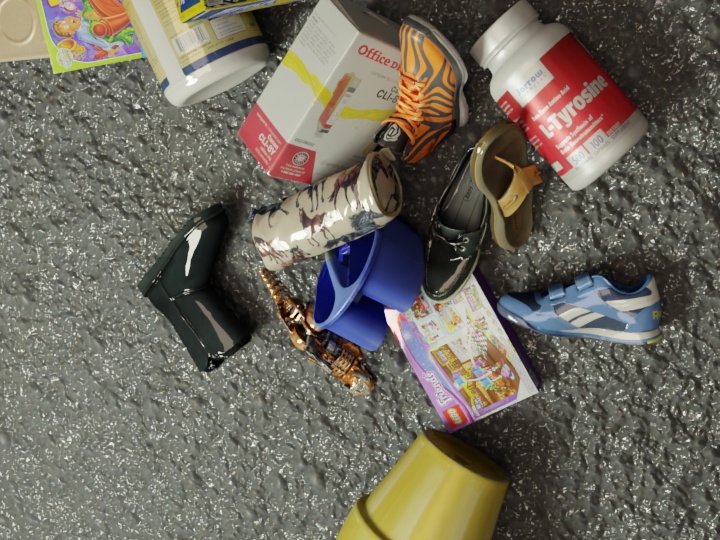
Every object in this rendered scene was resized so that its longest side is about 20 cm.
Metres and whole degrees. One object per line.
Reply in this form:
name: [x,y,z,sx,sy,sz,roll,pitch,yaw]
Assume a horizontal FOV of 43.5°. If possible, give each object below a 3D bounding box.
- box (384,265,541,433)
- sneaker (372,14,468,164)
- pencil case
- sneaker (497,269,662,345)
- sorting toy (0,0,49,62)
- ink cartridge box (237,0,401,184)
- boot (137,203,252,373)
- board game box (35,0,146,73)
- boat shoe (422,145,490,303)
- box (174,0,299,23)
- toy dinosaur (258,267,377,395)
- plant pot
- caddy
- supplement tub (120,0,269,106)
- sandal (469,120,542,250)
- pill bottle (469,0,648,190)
box: [0.126,0.092,1.165,0.135,0.039,0.202,-28,95,23]
sneaker: [0.062,-0.187,1.015,0.112,0.201,0.077,-46,60,-9]
pencil case: [-0.040,-0.071,1.056,0.198,0.077,0.091,-22,64,33]
sneaker: [0.264,0.036,1.087,0.196,0.074,0.084,4,105,10]
sorting toy: [-0.441,-0.387,1.232,0.196,0.036,0.189,1,105,23]
ink cartridge box: [-0.029,-0.204,1.069,0.201,0.144,0.084,-54,55,23]
boot: [-0.202,0.029,1.237,0.169,0.076,0.200,49,121,5]
board game box: [-0.351,-0.367,1.160,0.132,0.045,0.204,-13,105,-11]
boat shoe: [0.117,-0.058,1.085,0.074,0.066,0.202,28,97,21]
box: [-0.118,-0.339,1.041,0.070,0.198,0.066,0,108,54]
toy dinosaur: [-0.048,0.070,1.166,0.101,0.136,0.203,-25,96,24]
plant pot: [0.092,0.319,1.166,0.198,0.201,0.191,28,97,9]
caddy: [0.000,0.000,1.101,0.104,0.201,0.142,31,115,-16]
supplement tub: [-0.211,-0.321,1.109,0.142,0.144,0.203,-22,97,23]
sandal: [0.177,-0.091,1.032,0.054,0.080,0.201,34,159,38]
pill bottle: [0.218,-0.199,1.013,0.112,0.112,0.201,-42,89,24]
